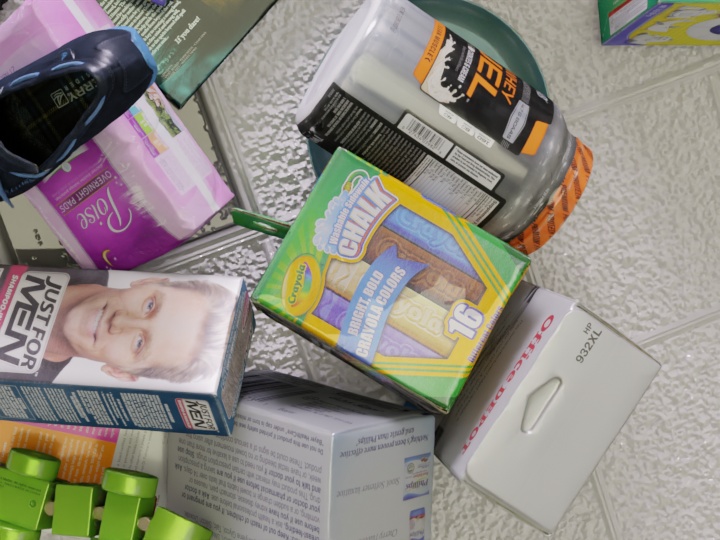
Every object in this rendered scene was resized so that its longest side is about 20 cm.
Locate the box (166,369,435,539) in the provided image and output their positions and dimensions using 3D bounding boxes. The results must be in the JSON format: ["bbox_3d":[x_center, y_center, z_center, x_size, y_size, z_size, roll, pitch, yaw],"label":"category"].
[{"bbox_3d":[-0.048,0.190,0.872,0.104,0.183,0.202,-3,99,-44],"label":"box"}]

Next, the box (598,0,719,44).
[{"bbox_3d":[0.298,-0.210,0.923,0.198,0.117,0.049,-4,86,-10],"label":"box"}]

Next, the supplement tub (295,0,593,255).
[{"bbox_3d":[0.063,-0.102,0.871,0.199,0.123,0.123,32,90,-13],"label":"supplement tub"}]

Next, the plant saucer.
[{"bbox_3d":[0.053,-0.115,0.943,0.199,0.027,0.202,-1,96,-10],"label":"plant saucer"}]

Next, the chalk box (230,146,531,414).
[{"bbox_3d":[0.000,0.000,0.856,0.199,0.124,0.124,31,84,0],"label":"chalk box"}]

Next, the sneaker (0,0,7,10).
[{"bbox_3d":[-0.342,-0.180,0.825,0.200,0.070,0.090,-41,63,-20],"label":"sneaker"}]

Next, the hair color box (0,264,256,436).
[{"bbox_3d":[-0.182,0.054,0.838,0.198,0.061,0.101,3,53,8],"label":"hair color box"}]

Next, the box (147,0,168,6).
[{"bbox_3d":[-0.211,-0.273,0.817,0.199,0.048,0.118,19,122,-4],"label":"box"}]

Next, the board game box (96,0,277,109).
[{"bbox_3d":[-0.119,-0.241,0.896,0.135,0.028,0.200,43,88,-12],"label":"board game box"}]

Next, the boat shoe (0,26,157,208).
[{"bbox_3d":[-0.222,-0.099,0.776,0.200,0.069,0.084,-35,99,33],"label":"boat shoe"}]

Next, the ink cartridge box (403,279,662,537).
[{"bbox_3d":[0.118,0.090,0.890,0.083,0.200,0.146,33,90,-12],"label":"ink cartridge box"}]

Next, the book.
[{"bbox_3d":[-0.224,0.132,0.913,0.199,0.048,0.135,15,90,-12],"label":"book"}]

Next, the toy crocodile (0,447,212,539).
[{"bbox_3d":[-0.203,0.170,0.852,0.198,0.062,0.068,9,83,12],"label":"toy crocodile"}]

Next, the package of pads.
[{"bbox_3d":[-0.197,-0.095,0.854,0.120,0.076,0.201,-28,103,34],"label":"package of pads"}]
